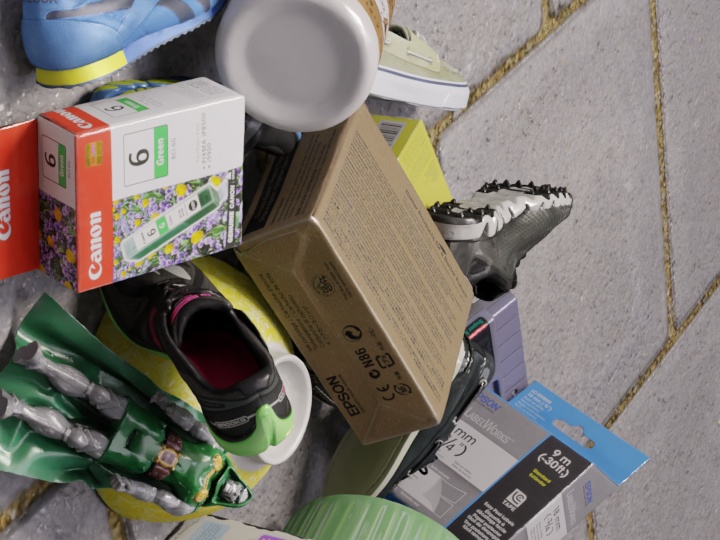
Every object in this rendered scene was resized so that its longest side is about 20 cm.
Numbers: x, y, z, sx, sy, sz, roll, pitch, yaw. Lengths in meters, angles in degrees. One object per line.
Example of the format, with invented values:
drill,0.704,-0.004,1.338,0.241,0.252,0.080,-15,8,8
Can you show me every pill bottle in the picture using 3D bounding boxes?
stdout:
pill bottle,-0.032,-0.194,1.417,0.201,0.113,0.115,-77,159,-56

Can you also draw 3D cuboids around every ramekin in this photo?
ramekin,0.007,0.271,1.585,0.098,0.198,0.201,-64,147,-41

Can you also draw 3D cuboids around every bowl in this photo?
bowl,-0.100,0.092,1.430,0.200,0.107,0.202,-26,121,-55

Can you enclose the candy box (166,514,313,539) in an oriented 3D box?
candy box,-0.048,0.283,1.479,0.072,0.198,0.169,-46,136,-45

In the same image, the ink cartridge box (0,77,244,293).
ink cartridge box,-0.166,-0.049,1.268,0.199,0.050,0.110,-18,121,-38

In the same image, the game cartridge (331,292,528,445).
game cartridge,0.065,0.114,1.713,0.199,0.038,0.130,-37,145,-22

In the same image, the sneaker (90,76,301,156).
sneaker,-0.119,-0.091,1.391,0.199,0.070,0.084,-8,112,-54

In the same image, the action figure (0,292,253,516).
action figure,-0.152,0.112,1.321,0.199,0.055,0.119,30,85,-30

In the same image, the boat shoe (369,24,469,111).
boat shoe,0.031,-0.169,1.620,0.199,0.071,0.063,3,98,-57

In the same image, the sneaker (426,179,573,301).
sneaker,0.115,-0.023,1.672,0.199,0.066,0.092,-19,116,-54

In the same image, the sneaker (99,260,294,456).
sneaker,-0.108,0.033,1.315,0.076,0.200,0.084,-31,145,-24

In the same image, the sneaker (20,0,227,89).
sneaker,-0.151,-0.189,1.305,0.200,0.065,0.079,-39,127,-49

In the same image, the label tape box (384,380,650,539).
label tape box,0.126,0.165,1.675,0.200,0.144,0.064,-38,140,-23

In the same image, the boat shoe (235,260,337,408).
boat shoe,-0.034,0.057,1.554,0.071,0.066,0.201,-35,134,-4

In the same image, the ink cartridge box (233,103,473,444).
ink cartridge box,0.000,0.000,1.477,0.201,0.075,0.165,58,28,-26

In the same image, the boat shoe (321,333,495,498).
boat shoe,0.041,0.132,1.604,0.066,0.075,0.200,18,112,-34

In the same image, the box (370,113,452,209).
box,0.040,-0.045,1.668,0.050,0.075,0.201,-59,145,-32
